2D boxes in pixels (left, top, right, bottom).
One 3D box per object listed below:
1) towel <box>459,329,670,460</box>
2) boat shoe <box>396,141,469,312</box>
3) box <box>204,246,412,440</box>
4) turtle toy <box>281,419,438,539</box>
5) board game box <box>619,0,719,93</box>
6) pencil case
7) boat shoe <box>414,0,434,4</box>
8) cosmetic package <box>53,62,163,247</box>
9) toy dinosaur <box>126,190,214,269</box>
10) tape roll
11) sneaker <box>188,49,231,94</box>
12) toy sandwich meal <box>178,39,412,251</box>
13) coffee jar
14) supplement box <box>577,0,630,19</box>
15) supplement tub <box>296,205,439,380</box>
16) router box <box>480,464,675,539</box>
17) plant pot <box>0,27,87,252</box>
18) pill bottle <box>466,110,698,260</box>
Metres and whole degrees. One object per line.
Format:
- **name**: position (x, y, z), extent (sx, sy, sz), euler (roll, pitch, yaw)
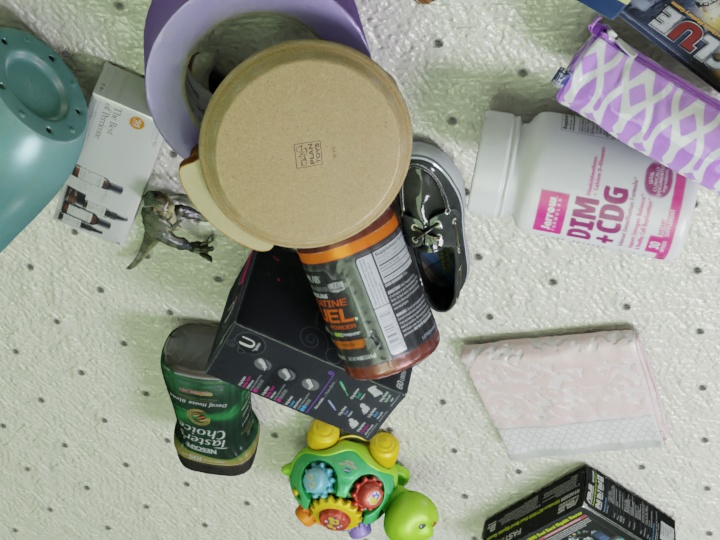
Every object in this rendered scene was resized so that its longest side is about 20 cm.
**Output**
- **towel**: position (0.230, 0.140, 1.738), extent (0.198, 0.032, 0.192), euler (-7, 134, 21)
- **boat shoe**: position (0.074, -0.040, 1.561), extent (0.068, 0.057, 0.201), euler (-1, 137, 17)
- **box**: position (-0.048, 0.075, 1.672), extent (0.198, 0.123, 0.106), euler (23, 139, -11)
- **turtle toy**: position (-0.001, 0.269, 1.889), extent (0.198, 0.102, 0.146), euler (14, 139, 0)
- **board game box**: position (0.321, -0.217, 1.314), extent (0.199, 0.035, 0.135), euler (32, 136, -19)
- **pencil case**: position (0.266, -0.140, 1.352), extent (0.199, 0.084, 0.086), euler (31, 127, 3)
- **boat shoe**: position (-0.001, -0.303, 1.288), extent (0.073, 0.076, 0.200), euler (-18, 122, 38)
- **cosmetic package**: position (-0.247, -0.112, 1.576), extent (0.082, 0.051, 0.201), euler (20, 138, -8)
- **toy dinosaur**: position (-0.193, -0.044, 1.637), extent (0.087, 0.048, 0.200), euler (4, 158, -12)
- **tape roll**: position (-0.092, -0.183, 1.378), extent (0.198, 0.085, 0.202), euler (-4, 125, -6)
- **sneaker**: position (-0.109, -0.126, 1.505), extent (0.090, 0.075, 0.200), euler (-22, 129, 35)
- **toy sandwich meal**: position (-0.053, -0.107, 1.350), extent (0.203, 0.070, 0.207), euler (-4, 114, -8)
- **coffee jar**: position (-0.172, 0.155, 1.824), extent (0.103, 0.086, 0.201), euler (7, 139, 8)
- **supplement box**: position (0.166, -0.334, 1.152), extent (0.199, 0.135, 0.200), euler (26, 138, -13)
- **supplement tub**: position (0.000, 0.000, 1.555), extent (0.106, 0.107, 0.202), euler (-14, 107, 28)
- **router box**: position (0.263, 0.330, 1.913), extent (0.149, 0.062, 0.200), euler (32, 136, -21)
- **plant pot**: position (-0.355, -0.133, 1.482), extent (0.160, 0.202, 0.200), euler (-32, 122, 27)
- **pill bottle**: position (0.203, -0.082, 1.436), extent (0.198, 0.114, 0.114), euler (11, 139, 4)
